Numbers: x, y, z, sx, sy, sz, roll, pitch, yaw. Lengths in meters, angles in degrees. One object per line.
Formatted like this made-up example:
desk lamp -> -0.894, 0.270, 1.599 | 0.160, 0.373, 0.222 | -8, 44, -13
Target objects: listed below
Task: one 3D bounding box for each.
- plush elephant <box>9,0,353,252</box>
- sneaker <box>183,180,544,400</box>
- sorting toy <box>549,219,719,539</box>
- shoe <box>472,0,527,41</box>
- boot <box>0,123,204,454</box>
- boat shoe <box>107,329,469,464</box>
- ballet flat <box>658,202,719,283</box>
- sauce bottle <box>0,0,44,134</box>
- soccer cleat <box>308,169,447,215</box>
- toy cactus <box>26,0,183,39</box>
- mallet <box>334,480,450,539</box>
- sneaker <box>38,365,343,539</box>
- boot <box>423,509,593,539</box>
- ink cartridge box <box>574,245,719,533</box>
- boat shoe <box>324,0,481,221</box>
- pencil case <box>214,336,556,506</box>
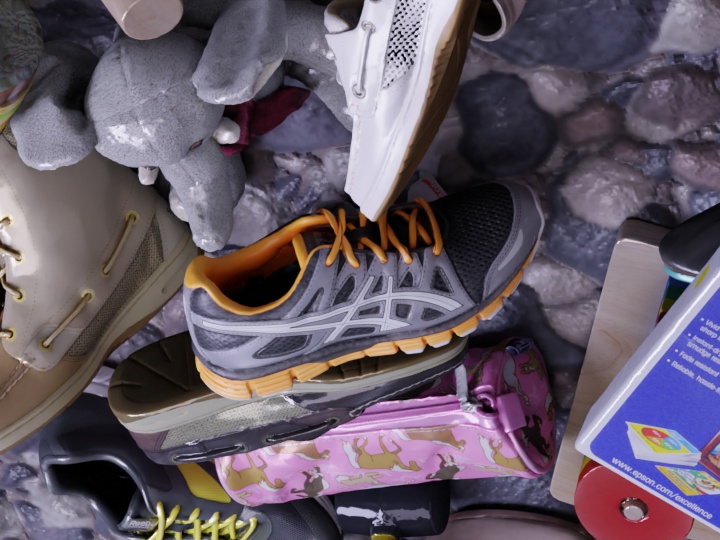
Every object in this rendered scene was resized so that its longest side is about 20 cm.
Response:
plush elephant -> -0.084, -0.087, 1.442 | 0.164, 0.155, 0.200 | -14, 122, 27
sneaker -> 0.000, 0.000, 1.454 | 0.199, 0.078, 0.077 | -24, 134, 0
sorting toy -> 0.214, 0.093, 1.542 | 0.199, 0.070, 0.199 | 16, 130, 6
shoe -> 0.016, -0.194, 1.393 | 0.070, 0.053, 0.200 | -30, 113, 34
boot -> -0.194, -0.004, 1.528 | 0.156, 0.200, 0.073 | 54, 156, -23
boat shoe -> -0.034, 0.058, 1.518 | 0.200, 0.072, 0.066 | -14, 136, 8
ballet flat -> 0.254, -0.025, 1.445 | 0.199, 0.068, 0.069 | 4, 118, 6
sauce bottle -> -0.213, -0.074, 1.412 | 0.065, 0.065, 0.200 | 31, 149, -7
soccer cleat -> -0.024, 0.007, 1.560 | 0.199, 0.069, 0.085 | -21, 109, 26
toy cactus -> -0.125, -0.175, 1.369 | 0.199, 0.165, 0.102 | -28, 145, 5
mallet -> 0.013, 0.197, 1.608 | 0.066, 0.201, 0.041 | -7, 140, 15
sneaker -> -0.107, 0.138, 1.670 | 0.199, 0.085, 0.075 | 27, 131, -4
boot -> 0.032, 0.217, 1.646 | 0.199, 0.146, 0.070 | -13, 121, 26
ink cartridge box -> 0.243, 0.071, 1.443 | 0.197, 0.047, 0.200 | 31, 129, -5
boat shoe -> 0.016, -0.116, 1.381 | 0.069, 0.071, 0.201 | 23, 127, 8
pencil case -> 0.011, 0.087, 1.595 | 0.199, 0.083, 0.087 | -8, 127, 24
